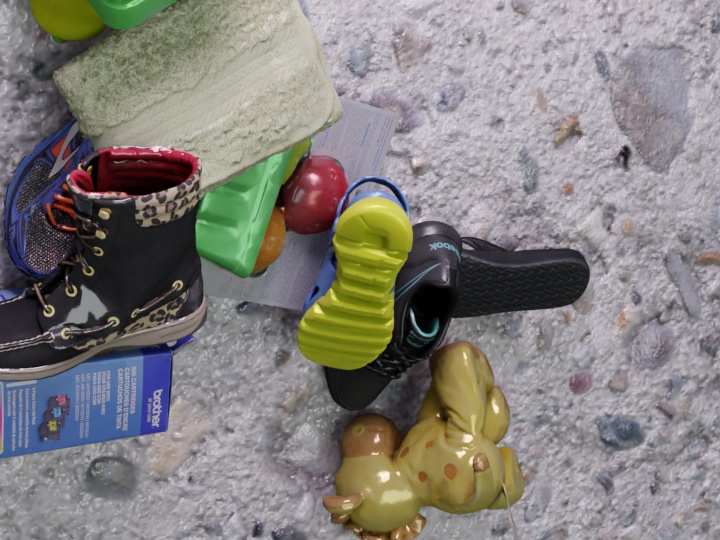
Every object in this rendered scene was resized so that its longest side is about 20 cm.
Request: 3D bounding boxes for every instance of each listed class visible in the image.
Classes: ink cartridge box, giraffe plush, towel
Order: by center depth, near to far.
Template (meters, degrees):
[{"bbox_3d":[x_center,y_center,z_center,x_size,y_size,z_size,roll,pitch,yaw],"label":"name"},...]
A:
[{"bbox_3d":[-0.117,-0.135,1.253,0.199,0.036,0.149,-31,107,-16],"label":"towel"},{"bbox_3d":[-0.230,0.071,1.291,0.198,0.136,0.077,-5,118,-28],"label":"ink cartridge box"},{"bbox_3d":[0.050,0.175,1.496,0.161,0.201,0.173,-16,137,13],"label":"giraffe plush"}]

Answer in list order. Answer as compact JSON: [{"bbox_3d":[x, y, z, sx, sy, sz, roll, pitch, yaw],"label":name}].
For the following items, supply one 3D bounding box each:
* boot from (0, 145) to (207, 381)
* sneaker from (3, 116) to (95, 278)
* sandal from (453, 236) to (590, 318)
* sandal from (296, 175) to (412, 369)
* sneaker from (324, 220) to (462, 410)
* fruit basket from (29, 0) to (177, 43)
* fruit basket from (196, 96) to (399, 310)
[{"bbox_3d":[-0.199,-0.006,1.188,0.198,0.073,0.152,-10,134,-22],"label":"boot"},{"bbox_3d":[-0.206,-0.082,1.286,0.075,0.078,0.201,31,91,-33],"label":"sneaker"},{"bbox_3d":[0.110,0.003,1.510,0.198,0.048,0.076,2,127,-24],"label":"sandal"},{"bbox_3d":[0.000,0.000,1.383,0.079,0.088,0.201,16,131,-9],"label":"sandal"},{"bbox_3d":[0.027,0.052,1.440,0.075,0.080,0.201,15,123,-23],"label":"sneaker"},{"bbox_3d":[-0.178,-0.255,1.197,0.155,0.215,0.217,-33,121,-15],"label":"fruit basket"},{"bbox_3d":[-0.071,-0.064,1.380,0.199,0.093,0.187,8,104,-48],"label":"fruit basket"}]
